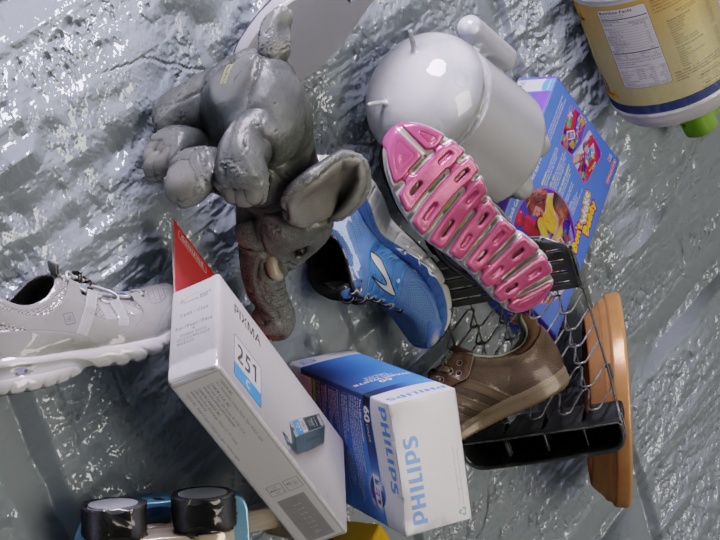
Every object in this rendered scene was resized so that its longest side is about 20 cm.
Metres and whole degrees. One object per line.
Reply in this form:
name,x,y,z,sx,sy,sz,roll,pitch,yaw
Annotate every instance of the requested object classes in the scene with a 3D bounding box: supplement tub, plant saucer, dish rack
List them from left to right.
dish rack,0.142,0.070,1.759,0.055,0.152,0.202,-60,135,-60
plant saucer,0.230,0.122,1.886,0.200,0.037,0.202,-4,90,-86
supplement tub,0.280,-0.256,1.927,0.145,0.143,0.201,-49,126,-38

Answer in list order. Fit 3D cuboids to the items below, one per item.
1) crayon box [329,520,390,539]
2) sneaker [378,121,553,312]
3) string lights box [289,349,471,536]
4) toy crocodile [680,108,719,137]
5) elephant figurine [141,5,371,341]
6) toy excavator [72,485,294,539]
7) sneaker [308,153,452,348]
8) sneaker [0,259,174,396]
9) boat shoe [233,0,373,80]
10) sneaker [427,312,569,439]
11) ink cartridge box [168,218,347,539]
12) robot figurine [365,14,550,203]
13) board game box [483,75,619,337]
crayon box,0.000,0.299,1.661,0.126,0.051,0.201,-57,130,-33
sneaker,0.074,-0.047,1.646,0.074,0.087,0.200,-48,118,-5
string lights box,0.011,0.129,1.555,0.058,0.200,0.104,-12,101,-22
toy crocodile,0.376,-0.211,2.108,0.200,0.061,0.068,-48,125,-40
elephant figurine,-0.063,-0.066,1.522,0.200,0.154,0.143,41,35,-44
toy excavator,-0.118,0.198,1.488,0.192,0.200,0.101,-4,96,-9
sneaker,0.000,0.000,1.652,0.089,0.078,0.200,-53,123,-22
sneaker,-0.194,0.029,1.403,0.199,0.074,0.083,-18,99,-53
boat shoe,-0.037,-0.226,1.599,0.200,0.066,0.072,-51,134,-10
sneaker,0.076,0.106,1.701,0.199,0.070,0.076,-26,90,-10
ink cartridge box,-0.075,0.076,1.478,0.201,0.044,0.177,56,19,-39
robot figurine,0.080,-0.128,1.706,0.200,0.112,0.171,33,73,-46
board game box,0.164,-0.059,1.863,0.135,0.044,0.201,47,56,-40
